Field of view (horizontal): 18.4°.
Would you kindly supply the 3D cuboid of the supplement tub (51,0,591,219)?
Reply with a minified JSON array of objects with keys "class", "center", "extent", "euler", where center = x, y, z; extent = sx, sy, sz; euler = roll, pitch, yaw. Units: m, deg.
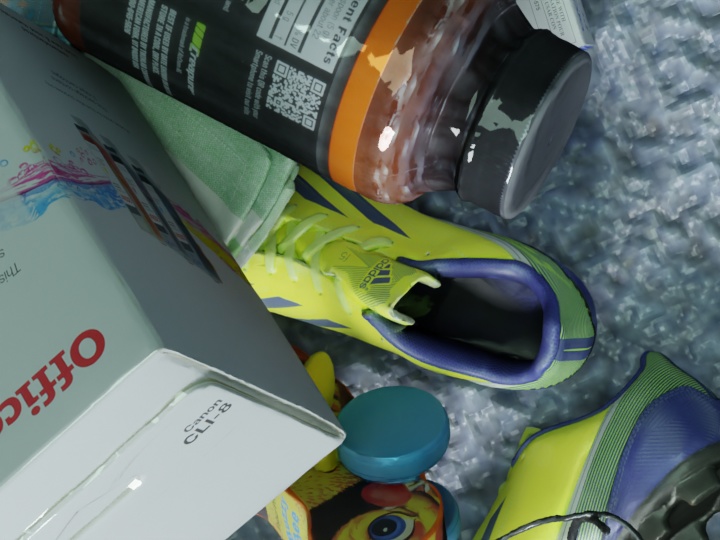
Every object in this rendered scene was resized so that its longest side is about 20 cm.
[{"class":"supplement tub","center":[-0.013,-0.094,0.861],"extent":[0.199,0.107,0.107],"euler":[28,101,13]}]

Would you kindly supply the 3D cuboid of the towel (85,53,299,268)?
[{"class":"towel","center":[-0.129,-0.002,0.928],"extent":[0.152,0.023,0.200],"euler":[39,95,29]}]

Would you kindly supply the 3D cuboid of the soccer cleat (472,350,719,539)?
[{"class":"soccer cleat","center":[0.076,0.115,0.940],"extent":[0.200,0.065,0.084],"euler":[-42,56,17]}]

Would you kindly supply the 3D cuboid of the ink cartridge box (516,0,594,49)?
[{"class":"ink cartridge box","center":[0.022,-0.174,0.922],"extent":[0.094,0.044,0.201],"euler":[-18,91,13]}]

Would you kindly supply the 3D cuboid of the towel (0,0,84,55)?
[{"class":"towel","center":[-0.205,-0.160,0.911],"extent":[0.199,0.022,0.148],"euler":[6,95,6]}]

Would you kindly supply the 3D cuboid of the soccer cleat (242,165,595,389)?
[{"class":"soccer cleat","center":[0.001,-0.001,0.916],"extent":[0.199,0.084,0.065],"euler":[16,99,11]}]

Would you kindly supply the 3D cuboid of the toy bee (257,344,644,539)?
[{"class":"toy bee","center":[-0.002,0.094,0.882],"extent":[0.200,0.109,0.131],"euler":[2,120,52]}]

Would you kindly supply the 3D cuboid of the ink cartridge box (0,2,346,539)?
[{"class":"ink cartridge box","center":[-0.133,0.019,0.827],"extent":[0.145,0.145,0.200],"euler":[-40,60,11]}]
